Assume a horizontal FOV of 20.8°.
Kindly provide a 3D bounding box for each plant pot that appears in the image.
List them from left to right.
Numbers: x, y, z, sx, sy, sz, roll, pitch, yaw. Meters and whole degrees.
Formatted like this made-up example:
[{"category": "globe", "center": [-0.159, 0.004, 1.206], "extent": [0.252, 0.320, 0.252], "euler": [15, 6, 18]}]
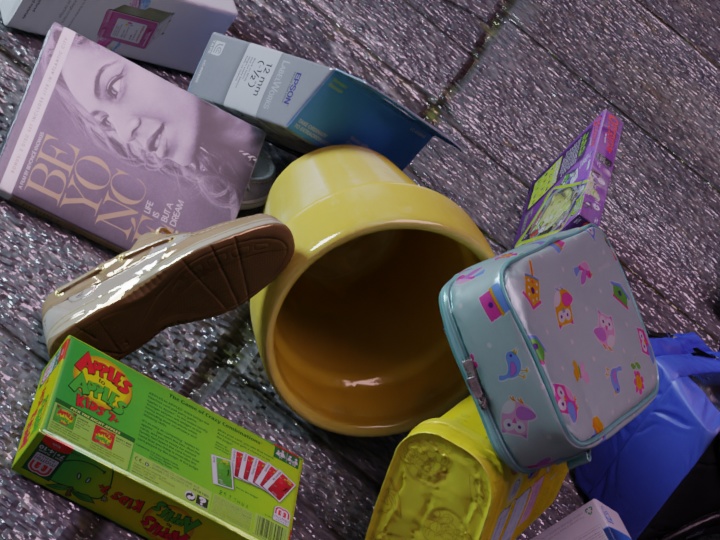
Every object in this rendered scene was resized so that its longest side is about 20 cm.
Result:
[{"category": "plant pot", "center": [0.000, 0.000, 1.574], "extent": [0.199, 0.202, 0.189], "euler": [20, 23, -26]}]

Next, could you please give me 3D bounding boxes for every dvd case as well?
[{"category": "dvd case", "center": [-0.184, -0.089, 1.571], "extent": [0.199, 0.016, 0.150], "euler": [26, 68, -19]}]

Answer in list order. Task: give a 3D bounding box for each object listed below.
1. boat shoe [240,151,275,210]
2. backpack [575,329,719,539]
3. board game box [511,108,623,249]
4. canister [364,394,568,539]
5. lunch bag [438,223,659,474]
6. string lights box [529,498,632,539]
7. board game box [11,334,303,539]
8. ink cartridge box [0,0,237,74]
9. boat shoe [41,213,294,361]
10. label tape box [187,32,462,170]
[{"category": "boat shoe", "center": [-0.154, -0.110, 1.643], "extent": [0.200, 0.065, 0.075], "euler": [23, 38, -23]}, {"category": "backpack", "center": [0.299, 0.137, 1.716], "extent": [0.199, 0.163, 0.169], "euler": [1, 47, -42]}, {"category": "board game box", "center": [0.194, -0.063, 1.874], "extent": [0.032, 0.120, 0.201], "euler": [34, 36, -8]}, {"category": "canister", "center": [0.094, 0.159, 1.508], "extent": [0.086, 0.150, 0.200], "euler": [28, 27, 20]}, {"category": "lunch bag", "center": [0.142, 0.059, 1.446], "extent": [0.199, 0.077, 0.162], "euler": [-22, 92, -57]}, {"category": "string lights box", "center": [0.189, 0.288, 1.485], "extent": [0.059, 0.102, 0.201], "euler": [34, 26, -57]}, {"category": "board game box", "center": [-0.141, 0.138, 1.395], "extent": [0.199, 0.048, 0.102], "euler": [30, 35, -16]}, {"category": "ink cartridge box", "center": [-0.222, -0.269, 1.737], "extent": [0.199, 0.085, 0.145], "euler": [12, 43, -37]}, {"category": "boat shoe", "center": [-0.147, 0.002, 1.446], "extent": [0.198, 0.074, 0.069], "euler": [-25, 46, -7]}, {"category": "label tape box", "center": [-0.031, -0.129, 1.665], "extent": [0.199, 0.067, 0.143], "euler": [25, -2, 43]}]
